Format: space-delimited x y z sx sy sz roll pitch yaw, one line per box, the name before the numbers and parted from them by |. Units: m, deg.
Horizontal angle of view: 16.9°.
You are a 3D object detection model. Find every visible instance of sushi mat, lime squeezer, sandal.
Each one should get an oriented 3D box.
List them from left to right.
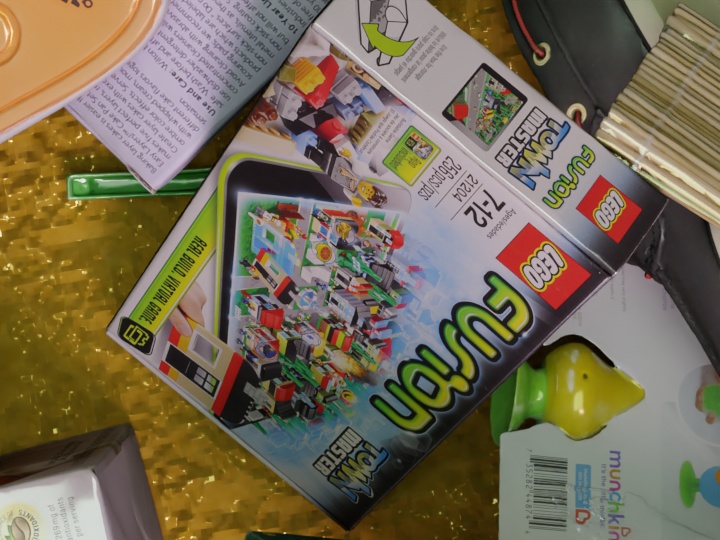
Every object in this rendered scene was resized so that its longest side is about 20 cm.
sandal | -0.151 -0.047 0.714 0.206 0.059 0.079 -31 104 20
lime squeezer | 0.001 -0.028 0.802 0.200 0.071 0.038 0 111 30
sushi mat | 0.164 -0.007 0.711 0.200 0.096 0.012 33 126 2

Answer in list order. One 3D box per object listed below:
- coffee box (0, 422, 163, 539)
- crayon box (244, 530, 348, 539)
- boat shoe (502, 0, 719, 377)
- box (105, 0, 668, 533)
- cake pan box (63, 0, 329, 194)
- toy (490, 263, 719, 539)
coffee box | -0.165 0.117 0.783 0.199 0.114 0.080 -15 92 1
crayon box | 0.086 0.132 0.709 0.200 0.172 0.058 10 94 -35
boat shoe | 0.107 -0.028 0.775 0.063 0.074 0.202 -36 68 38
box | 0.000 0.000 0.743 0.110 0.200 0.035 39 55 0
cake pan box | -0.067 -0.154 0.720 0.200 0.052 0.184 43 107 -9
toy | 0.137 0.052 0.799 0.199 0.047 0.115 8 66 -14
